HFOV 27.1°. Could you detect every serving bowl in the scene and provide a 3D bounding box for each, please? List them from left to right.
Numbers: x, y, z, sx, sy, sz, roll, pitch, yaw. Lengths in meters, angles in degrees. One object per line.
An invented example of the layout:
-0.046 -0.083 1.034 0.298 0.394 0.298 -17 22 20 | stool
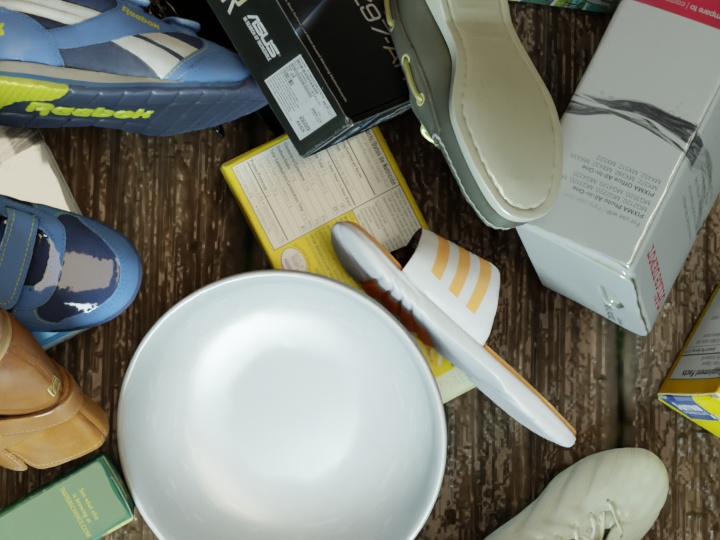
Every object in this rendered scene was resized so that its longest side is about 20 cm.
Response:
-0.044 0.094 0.911 0.200 0.066 0.201 1 100 7 | serving bowl

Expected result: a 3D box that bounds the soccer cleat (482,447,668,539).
0.115 0.177 0.935 0.200 0.078 0.069 -29 90 -10 | soccer cleat

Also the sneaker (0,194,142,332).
-0.218 -0.014 0.814 0.200 0.082 0.074 14 83 -9 | sneaker

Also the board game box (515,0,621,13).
0.141 -0.224 0.936 0.199 0.148 0.064 6 74 -8 | board game box

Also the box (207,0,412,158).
-0.032 -0.179 0.911 0.043 0.160 0.200 -31 89 35 | box

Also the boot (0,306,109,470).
-0.244 0.051 0.803 0.200 0.155 0.077 -6 56 29 | boot

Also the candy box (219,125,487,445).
0.000 0.000 0.952 0.102 0.026 0.200 -27 95 -11 | candy box

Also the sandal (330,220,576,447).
0.067 0.026 0.917 0.207 0.079 0.059 42 81 -17 | sandal

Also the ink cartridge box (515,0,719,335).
0.180 -0.078 0.924 0.083 0.145 0.200 25 81 21 | ink cartridge box

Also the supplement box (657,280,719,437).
0.298 0.024 0.960 0.109 0.109 0.200 32 82 -5 | supplement box

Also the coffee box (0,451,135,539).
-0.225 0.172 0.862 0.200 0.123 0.044 -30 89 -11 | coffee box

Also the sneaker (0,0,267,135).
-0.136 -0.128 0.867 0.200 0.074 0.082 2 71 -37 | sneaker

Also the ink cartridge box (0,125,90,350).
-0.249 -0.035 0.895 0.145 0.084 0.200 -26 90 -9 | ink cartridge box

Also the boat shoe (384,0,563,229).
0.063 -0.108 0.879 0.072 0.060 0.202 1 61 -31 | boat shoe

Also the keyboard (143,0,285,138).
-0.091 -0.168 0.954 0.104 0.040 0.200 -40 103 -6 | keyboard
